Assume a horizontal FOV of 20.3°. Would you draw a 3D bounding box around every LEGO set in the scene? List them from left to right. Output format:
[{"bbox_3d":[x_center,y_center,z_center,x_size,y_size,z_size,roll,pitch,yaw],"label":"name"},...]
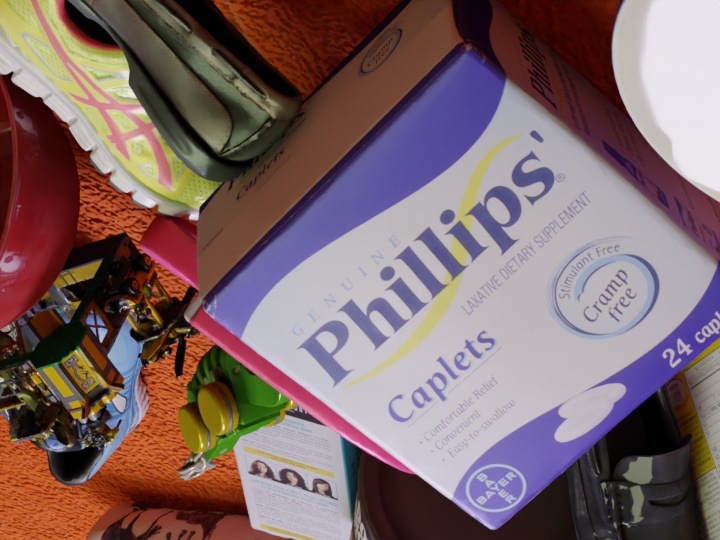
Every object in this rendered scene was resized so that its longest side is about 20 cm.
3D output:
[{"bbox_3d":[-0.179,0.070,1.181,0.199,0.154,0.116,-21,121,23],"label":"LEGO set"}]

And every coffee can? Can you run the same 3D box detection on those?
[{"bbox_3d":[0.064,0.167,1.228,0.145,0.147,0.200,19,152,6],"label":"coffee can"}]

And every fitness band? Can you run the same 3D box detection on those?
[{"bbox_3d":[-0.038,0.039,1.093,0.200,0.038,0.144,38,-178,-1],"label":"fitness band"}]

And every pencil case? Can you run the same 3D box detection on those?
[{"bbox_3d":[-0.113,0.224,1.491,0.199,0.090,0.078,2,143,31],"label":"pencil case"}]

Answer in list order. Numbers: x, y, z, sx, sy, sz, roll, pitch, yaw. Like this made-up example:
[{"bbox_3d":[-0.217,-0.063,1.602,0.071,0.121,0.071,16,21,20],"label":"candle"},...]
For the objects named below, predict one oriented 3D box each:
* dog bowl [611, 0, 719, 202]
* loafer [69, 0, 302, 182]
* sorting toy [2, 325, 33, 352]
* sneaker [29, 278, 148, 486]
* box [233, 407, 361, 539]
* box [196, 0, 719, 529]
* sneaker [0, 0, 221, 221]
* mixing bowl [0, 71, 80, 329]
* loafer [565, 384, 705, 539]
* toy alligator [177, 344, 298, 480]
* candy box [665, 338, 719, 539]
[{"bbox_3d":[0.207,-0.100,0.825,0.199,0.079,0.201,16,147,11],"label":"dog bowl"},{"bbox_3d":[-0.099,-0.139,0.949,0.063,0.072,0.201,-34,93,31],"label":"loafer"},{"bbox_3d":[-0.320,0.036,1.348,0.198,0.070,0.201,18,147,20],"label":"sorting toy"},{"bbox_3d":[-0.182,0.076,1.317,0.078,0.090,0.201,15,145,12],"label":"sneaker"},{"bbox_3d":[-0.037,0.113,1.317,0.082,0.049,0.201,15,147,14],"label":"box"},{"bbox_3d":[0.052,-0.008,0.962,0.200,0.105,0.184,38,112,-22],"label":"box"},{"bbox_3d":[-0.109,-0.100,1.031,0.200,0.079,0.090,37,137,-25],"label":"sneaker"},{"bbox_3d":[-0.229,-0.038,1.119,0.199,0.202,0.108,-2,172,34],"label":"mixing bowl"},{"bbox_3d":[0.150,0.110,1.094,0.070,0.068,0.202,-22,86,58],"label":"loafer"},{"bbox_3d":[-0.084,0.078,1.209,0.055,0.059,0.200,66,153,10],"label":"toy alligator"},{"bbox_3d":[0.187,0.111,1.135,0.026,0.103,0.200,-11,161,-28],"label":"candy box"}]
